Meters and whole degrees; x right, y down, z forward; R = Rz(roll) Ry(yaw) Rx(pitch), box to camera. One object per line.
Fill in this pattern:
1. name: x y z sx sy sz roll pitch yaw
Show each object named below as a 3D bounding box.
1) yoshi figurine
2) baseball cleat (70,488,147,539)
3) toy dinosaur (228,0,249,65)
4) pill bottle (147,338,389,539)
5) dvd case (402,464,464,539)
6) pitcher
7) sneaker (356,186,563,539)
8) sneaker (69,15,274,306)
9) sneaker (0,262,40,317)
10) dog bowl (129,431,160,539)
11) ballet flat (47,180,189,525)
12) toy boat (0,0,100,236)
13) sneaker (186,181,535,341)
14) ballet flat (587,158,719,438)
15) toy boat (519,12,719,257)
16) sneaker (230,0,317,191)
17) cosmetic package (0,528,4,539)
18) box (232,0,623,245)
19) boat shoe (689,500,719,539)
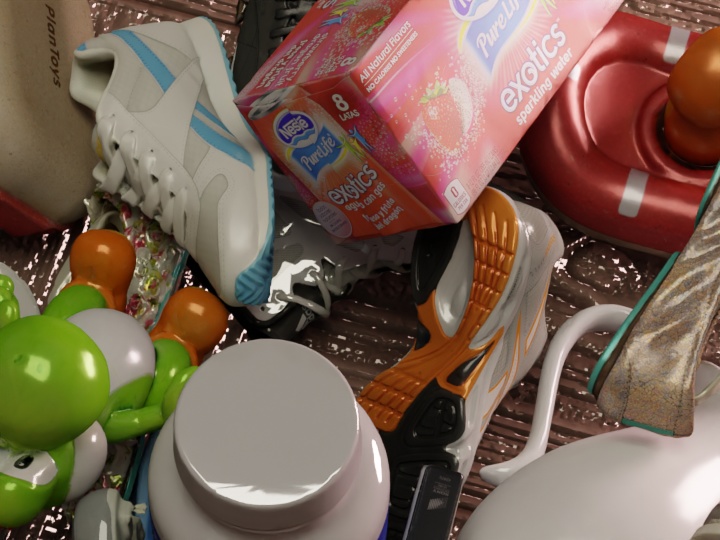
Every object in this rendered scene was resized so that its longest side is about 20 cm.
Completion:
1. yoshi figurine: -0.129 0.043 1.327 0.112 0.113 0.200 -13 20 24
2. baseball cleat: -0.145 0.197 1.328 0.106 0.201 0.070 -1 22 2
3. toy dinosaur: -0.018 -0.139 1.581 0.102 0.077 0.201 12 57 -8
4. pill bottle: -0.042 0.114 1.304 0.111 0.200 0.113 0 62 -1
5. dvd case: 0.009 0.211 1.336 0.025 0.151 0.201 14 63 2
6. pitcher: 0.119 0.116 1.412 0.200 0.122 0.172 -35 65 -28
7. sneaker: 0.056 0.057 1.444 0.075 0.092 0.201 29 103 32
8. sneaker: -0.094 -0.051 1.448 0.080 0.077 0.200 -8 43 -17
9. sneaker: -0.268 0.020 1.484 0.199 0.082 0.078 13 63 -21
10. dog bowl: -0.069 0.153 1.424 0.111 0.050 0.201 3 61 1
11. ballet flat: -0.138 0.040 1.464 0.064 0.076 0.201 25 58 -23
12. toy boat: -0.221 -0.106 1.537 0.130 0.130 0.201 -21 60 21
13. sneaker: 0.000 0.000 1.506 0.199 0.076 0.116 13 72 14
14. ballet flat: 0.186 -0.002 1.396 0.067 0.068 0.201 28 77 15
15. toy boat: 0.182 -0.082 1.499 0.199 0.131 0.131 14 62 7
16. sneaker: -0.032 -0.146 1.486 0.070 0.099 0.201 6 62 2
17. cosmetic package: -0.282 0.105 1.381 0.198 0.168 0.167 -1 61 0
18. box: 0.040 -0.116 1.430 0.100 0.095 0.200 53 53 -21
19. boat shoe: 0.234 0.160 1.363 0.200 0.072 0.060 39 66 -28
